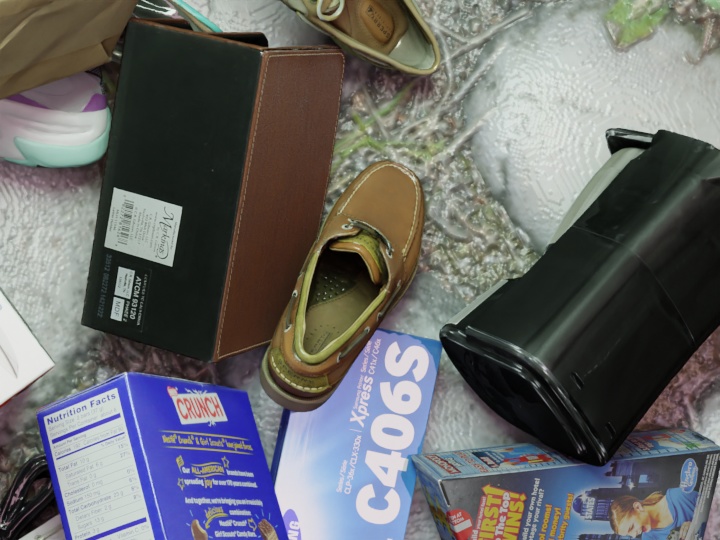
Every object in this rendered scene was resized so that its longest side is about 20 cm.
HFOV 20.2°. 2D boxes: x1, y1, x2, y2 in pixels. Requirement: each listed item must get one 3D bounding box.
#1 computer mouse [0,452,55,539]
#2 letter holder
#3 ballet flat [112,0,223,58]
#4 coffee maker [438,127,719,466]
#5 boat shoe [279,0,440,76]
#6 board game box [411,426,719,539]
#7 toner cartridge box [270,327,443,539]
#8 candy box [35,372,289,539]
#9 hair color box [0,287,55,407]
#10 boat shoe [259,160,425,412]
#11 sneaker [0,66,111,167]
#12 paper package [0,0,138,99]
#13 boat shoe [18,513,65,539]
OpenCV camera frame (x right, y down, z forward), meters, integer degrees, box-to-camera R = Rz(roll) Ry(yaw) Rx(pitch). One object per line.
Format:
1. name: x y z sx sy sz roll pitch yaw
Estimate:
1. computer mouse: -0.164 0.210 1.326 0.200 0.046 0.141 31 75 -2
2. letter holder: -0.091 -0.057 1.319 0.100 0.142 0.201 15 102 22
3. ballet flat: -0.182 -0.194 1.340 0.200 0.068 0.068 42 89 -4
4. coffee maker: 0.171 0.014 1.309 0.135 0.192 0.200 45 73 -10
5. boat shoe: -0.008 -0.185 1.306 0.063 0.200 0.073 35 93 33
6. board game box: 0.122 0.193 1.350 0.199 0.062 0.201 10 97 -19
7. toner cartridge box: -0.011 0.136 1.355 0.095 0.043 0.201 12 84 -8
8. candy box: -0.108 0.171 1.247 0.077 0.169 0.201 -20 75 20
9. hair color box: -0.278 0.068 1.099 0.200 0.064 0.111 -36 92 -9
10. boat shoe: 0.000 0.000 1.322 0.072 0.068 0.200 24 57 -2
11. sneaker: -0.262 -0.134 1.298 0.199 0.078 0.140 -7 109 -20
12. paper package: -0.249 -0.203 1.196 0.200 0.104 0.190 46 41 13
13. boat shoe: -0.232 0.206 1.255 0.200 0.074 0.067 -24 69 -33
